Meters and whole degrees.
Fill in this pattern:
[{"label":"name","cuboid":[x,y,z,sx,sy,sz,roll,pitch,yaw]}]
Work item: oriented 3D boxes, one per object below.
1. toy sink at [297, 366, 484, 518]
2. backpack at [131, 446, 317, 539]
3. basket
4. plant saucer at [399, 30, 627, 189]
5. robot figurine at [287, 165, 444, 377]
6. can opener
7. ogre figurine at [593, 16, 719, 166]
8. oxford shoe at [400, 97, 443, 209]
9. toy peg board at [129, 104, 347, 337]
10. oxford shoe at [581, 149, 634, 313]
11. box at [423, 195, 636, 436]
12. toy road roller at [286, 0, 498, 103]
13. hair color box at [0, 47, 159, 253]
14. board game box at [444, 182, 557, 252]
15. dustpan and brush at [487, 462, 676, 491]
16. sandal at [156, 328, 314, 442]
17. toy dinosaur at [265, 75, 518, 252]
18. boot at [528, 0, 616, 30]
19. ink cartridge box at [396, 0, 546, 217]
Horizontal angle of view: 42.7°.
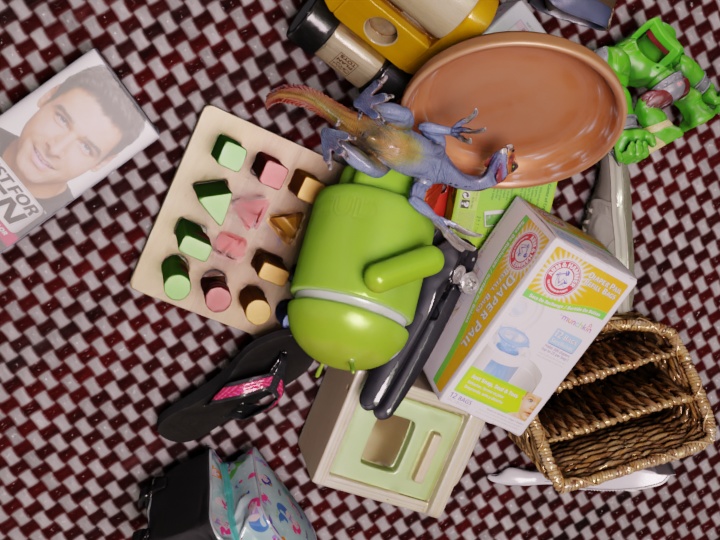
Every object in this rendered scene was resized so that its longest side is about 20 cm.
[{"label":"toy sink","cuboid":[0.053,0.175,0.986,0.199,0.112,0.131,20,99,-17]},{"label":"backpack","cuboid":[-0.122,0.295,0.942,0.150,0.178,0.201,-24,112,-1]},{"label":"basket","cuboid":[0.264,0.128,1.005,0.199,0.149,0.143,-13,106,-9]},{"label":"plant saucer","cuboid":[0.134,-0.144,0.821,0.199,0.200,0.038,14,59,-16]},{"label":"robot figurine","cuboid":[0.000,0.000,0.842,0.115,0.175,0.201,20,74,-20]},{"label":"can opener","cuboid":[0.058,0.053,0.904,0.063,0.078,0.201,30,79,-41]},{"label":"ogre figurine","cuboid":[0.304,-0.191,0.954,0.199,0.098,0.120,-28,90,-17]},{"label":"oxford shoe","cuboid":[0.049,-0.105,0.939,0.072,0.071,0.201,21,110,12]},{"label":"toy peg board","cuboid":[-0.098,-0.029,0.907,0.198,0.098,0.201,23,98,-17]},{"label":"oxford shoe","cuboid":[0.268,-0.051,1.008,0.058,0.075,0.201,2,103,25]},{"label":"box","cuboid":[0.160,0.045,0.923,0.112,0.101,0.200,26,108,-24]},{"label":"toy road roller","cuboid":[0.035,-0.259,0.840,0.123,0.200,0.146,34,58,-20]},{"label":"hair color box","cuboid":[-0.297,-0.109,0.859,0.200,0.061,0.099,-37,109,-3]},{"label":"board game box","cuboid":[0.148,-0.097,0.943,0.101,0.048,0.201,7,116,-4]},{"label":"dustpan and brush","cuboid":[0.248,0.231,1.060,0.199,0.140,0.058,7,92,11]},{"label":"sandal","cuboid":[-0.121,0.129,0.940,0.200,0.045,0.075,-36,134,13]},{"label":"toy dinosaur","cuboid":[0.051,-0.115,0.806,0.181,0.200,0.105,10,119,-54]},{"label":"boot","cuboid":[0.183,-0.306,0.917,0.199,0.075,0.097,8,99,-17]},{"label":"ink cartridge box","cuboid":[0.134,-0.153,0.958,0.200,0.057,0.163,-43,109,-5]}]
